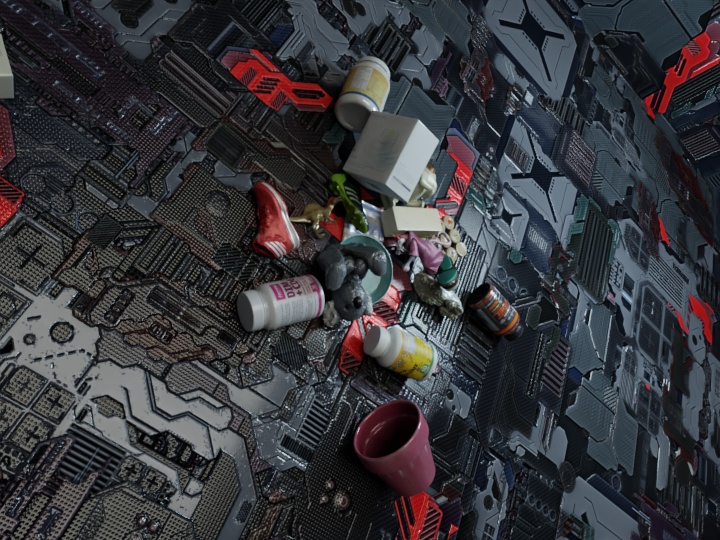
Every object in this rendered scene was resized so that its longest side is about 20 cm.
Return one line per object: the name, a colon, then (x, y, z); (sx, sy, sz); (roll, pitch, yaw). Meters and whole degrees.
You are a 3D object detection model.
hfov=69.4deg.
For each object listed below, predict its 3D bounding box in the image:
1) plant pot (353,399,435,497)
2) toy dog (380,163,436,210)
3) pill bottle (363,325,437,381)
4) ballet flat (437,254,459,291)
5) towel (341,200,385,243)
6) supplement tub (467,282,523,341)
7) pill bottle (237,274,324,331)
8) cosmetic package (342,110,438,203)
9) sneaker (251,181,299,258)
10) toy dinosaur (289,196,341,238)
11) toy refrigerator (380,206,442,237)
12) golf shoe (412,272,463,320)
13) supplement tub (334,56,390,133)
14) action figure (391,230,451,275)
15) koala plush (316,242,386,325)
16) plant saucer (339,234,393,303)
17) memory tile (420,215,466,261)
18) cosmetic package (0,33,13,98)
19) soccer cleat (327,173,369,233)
plant pot: (0.103, 0.472, 1.346); (0.200, 0.198, 0.181); (-44, 117, -35)
toy dog: (0.157, -0.278, 1.660); (0.197, 0.141, 0.195); (-6, 42, -34)
pill bottle: (0.110, 0.229, 1.463); (0.198, 0.112, 0.115); (27, 62, -26)
ballet flat: (0.276, 0.019, 1.611); (0.201, 0.067, 0.069); (-76, 144, -62)
towel: (0.013, -0.112, 1.560); (0.145, 0.024, 0.204); (21, 64, -27)
supplement tub: (0.456, 0.143, 1.733); (0.200, 0.106, 0.108); (44, 56, -15)
pill bottle: (-0.198, 0.082, 1.295); (0.197, 0.113, 0.116); (-13, 82, -36)
cosmetic package: (0.085, -0.333, 1.501); (0.122, 0.198, 0.203); (29, 89, -45)
sneaker: (-0.246, -0.127, 1.352); (0.115, 0.078, 0.202); (-34, 94, -38)
toy dinosaur: (-0.132, -0.144, 1.462); (0.197, 0.058, 0.102); (-23, 71, -25)
toy refrigerator: (0.158, -0.148, 1.622); (0.197, 0.070, 0.078); (-3, 75, -40)
golf shoe: (0.243, 0.068, 1.647); (0.200, 0.078, 0.098); (43, 31, -15)
supplement tub: (0.011, -0.548, 1.621); (0.143, 0.144, 0.203); (30, 60, -23)
action figure: (0.178, -0.070, 1.561); (0.199, 0.149, 0.135); (30, 19, -37)
koala plush: (-0.031, 0.043, 1.382); (0.174, 0.183, 0.204); (-16, 112, -23)
plant saucer: (0.000, 0.000, 1.490); (0.196, 0.036, 0.205); (4, 82, -25)
memory tile: (0.267, -0.095, 1.734); (0.198, 0.017, 0.156); (-21, 88, -37)
cosmetic package: (-0.819, -0.408, 1.038); (0.198, 0.087, 0.105); (-18, 84, -37)
soccer cleat: (-0.020, -0.203, 1.522); (0.080, 0.068, 0.202); (-24, 76, -32)
